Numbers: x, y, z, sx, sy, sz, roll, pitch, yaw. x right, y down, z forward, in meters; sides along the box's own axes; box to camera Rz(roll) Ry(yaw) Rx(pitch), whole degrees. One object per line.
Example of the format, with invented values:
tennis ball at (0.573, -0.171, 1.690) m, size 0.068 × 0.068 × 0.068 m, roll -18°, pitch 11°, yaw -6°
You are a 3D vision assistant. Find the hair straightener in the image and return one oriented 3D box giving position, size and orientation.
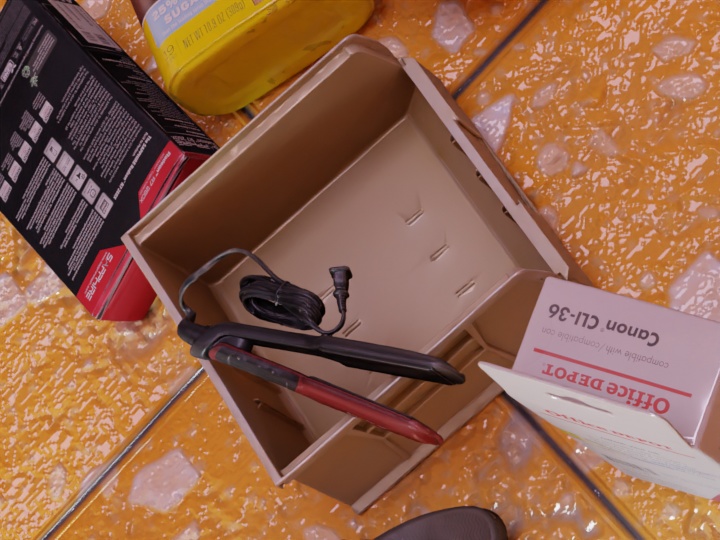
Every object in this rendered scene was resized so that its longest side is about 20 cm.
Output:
hair straightener at (-0.024, 0.033, 1.554) m, size 0.200 × 0.041 × 0.077 m, roll 17°, pitch 81°, yaw 38°

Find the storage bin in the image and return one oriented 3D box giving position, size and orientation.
storage bin at (0.000, 0.000, 1.626) m, size 0.198 × 0.094 × 0.200 m, roll -41°, pitch 56°, yaw 10°

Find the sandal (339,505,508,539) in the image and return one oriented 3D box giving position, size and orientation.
sandal at (-0.010, 0.179, 1.585) m, size 0.199 × 0.055 × 0.082 m, roll -12°, pitch 66°, yaw 26°

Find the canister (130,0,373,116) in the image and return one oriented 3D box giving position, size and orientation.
canister at (-0.088, -0.214, 1.765) m, size 0.148 × 0.087 × 0.200 m, roll -33°, pitch 60°, yaw 16°

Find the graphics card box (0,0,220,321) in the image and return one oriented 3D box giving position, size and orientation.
graphics card box at (-0.177, -0.075, 1.764) m, size 0.200 × 0.051 × 0.126 m, roll 44°, pitch 114°, yaw 34°

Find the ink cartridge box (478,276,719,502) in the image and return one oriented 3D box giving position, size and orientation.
ink cartridge box at (0.156, 0.063, 1.446) m, size 0.116 × 0.200 × 0.068 m, roll 15°, pitch 79°, yaw 33°
